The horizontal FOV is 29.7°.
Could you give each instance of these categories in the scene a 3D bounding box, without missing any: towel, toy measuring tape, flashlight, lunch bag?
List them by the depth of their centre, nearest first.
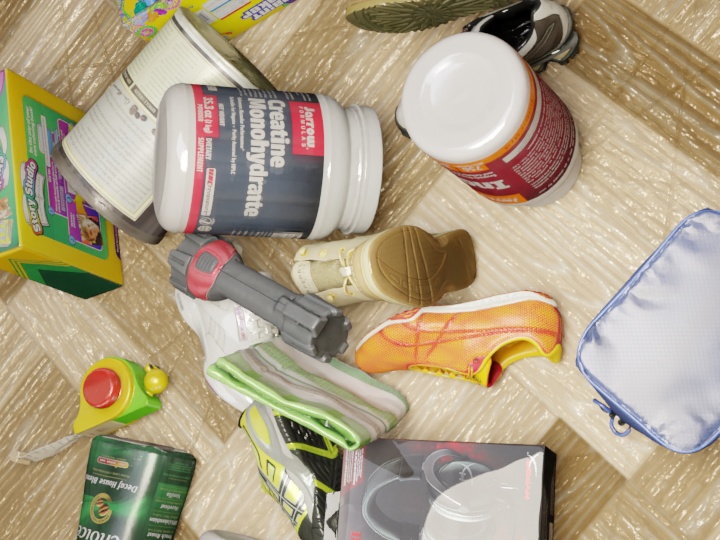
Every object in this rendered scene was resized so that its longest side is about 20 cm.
[{"bbox_3d":[0.270,0.057,1.106,0.136,0.132,0.200,44,98,14],"label":"lunch bag"},{"bbox_3d":[-0.038,0.101,1.194,0.149,0.200,0.031,25,97,11],"label":"towel"},{"bbox_3d":[-0.093,0.025,1.255,0.200,0.068,0.068,27,128,35],"label":"flashlight"},{"bbox_3d":[-0.284,0.138,1.410,0.200,0.074,0.074,-24,67,20],"label":"toy measuring tape"}]

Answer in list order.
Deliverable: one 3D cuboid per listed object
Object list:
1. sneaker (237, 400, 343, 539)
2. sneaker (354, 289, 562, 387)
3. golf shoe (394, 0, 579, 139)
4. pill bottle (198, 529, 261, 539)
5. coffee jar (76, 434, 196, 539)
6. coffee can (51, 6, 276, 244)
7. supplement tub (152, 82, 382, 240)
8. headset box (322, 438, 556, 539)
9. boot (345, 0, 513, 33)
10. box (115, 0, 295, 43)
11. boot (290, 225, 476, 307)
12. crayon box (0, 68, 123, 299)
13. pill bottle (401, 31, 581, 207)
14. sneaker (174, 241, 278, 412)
[{"bbox_3d":[-0.047,0.202,1.258,0.076,0.075,0.200,-24,85,43],"label":"sneaker"},{"bbox_3d":[0.084,0.071,1.231,0.200,0.073,0.077,-13,67,24],"label":"sneaker"},{"bbox_3d":[0.105,-0.199,1.282,0.200,0.094,0.078,-33,65,18],"label":"golf shoe"},{"bbox_3d":[-0.120,0.348,1.239,0.116,0.116,0.201,14,83,30],"label":"pill bottle"},{"bbox_3d":[-0.234,0.268,1.338,0.104,0.085,0.201,6,80,29],"label":"coffee jar"},{"bbox_3d":[-0.197,-0.148,1.395,0.200,0.146,0.146,-46,61,10],"label":"coffee can"},{"bbox_3d":[-0.090,-0.101,1.282,0.199,0.140,0.141,2,73,-15],"label":"supplement tub"},{"bbox_3d":[0.065,0.224,1.181,0.199,0.077,0.149,1,77,16],"label":"headset box"},{"bbox_3d":[0.069,-0.331,1.273,0.175,0.066,0.201,-7,72,21],"label":"boot"},{"bbox_3d":[-0.163,-0.363,1.449,0.200,0.122,0.193,-26,66,20],"label":"box"},{"bbox_3d":[0.000,0.000,1.226,0.155,0.200,0.073,-6,93,27],"label":"boot"},{"bbox_3d":[-0.332,-0.087,1.435,0.058,0.172,0.201,-18,69,22],"label":"crayon box"},{"bbox_3d":[0.124,-0.122,1.188,0.113,0.200,0.113,-7,73,26],"label":"pill bottle"},{"bbox_3d":[-0.114,0.060,1.328,0.100,0.075,0.200,-45,61,25],"label":"sneaker"}]
